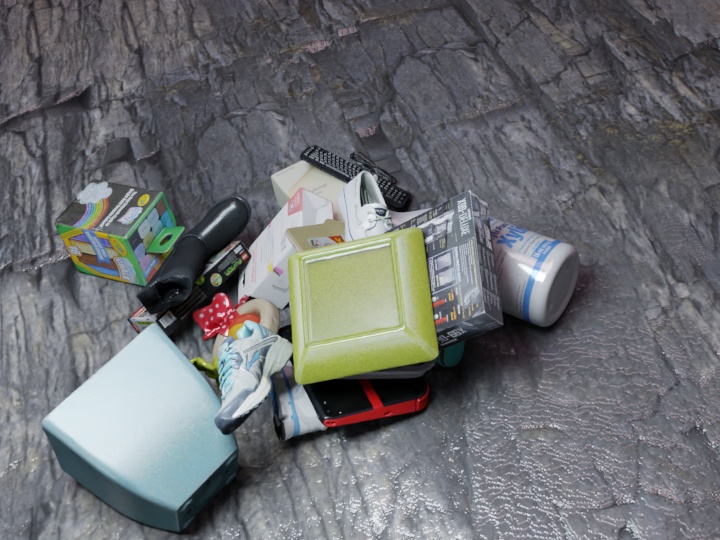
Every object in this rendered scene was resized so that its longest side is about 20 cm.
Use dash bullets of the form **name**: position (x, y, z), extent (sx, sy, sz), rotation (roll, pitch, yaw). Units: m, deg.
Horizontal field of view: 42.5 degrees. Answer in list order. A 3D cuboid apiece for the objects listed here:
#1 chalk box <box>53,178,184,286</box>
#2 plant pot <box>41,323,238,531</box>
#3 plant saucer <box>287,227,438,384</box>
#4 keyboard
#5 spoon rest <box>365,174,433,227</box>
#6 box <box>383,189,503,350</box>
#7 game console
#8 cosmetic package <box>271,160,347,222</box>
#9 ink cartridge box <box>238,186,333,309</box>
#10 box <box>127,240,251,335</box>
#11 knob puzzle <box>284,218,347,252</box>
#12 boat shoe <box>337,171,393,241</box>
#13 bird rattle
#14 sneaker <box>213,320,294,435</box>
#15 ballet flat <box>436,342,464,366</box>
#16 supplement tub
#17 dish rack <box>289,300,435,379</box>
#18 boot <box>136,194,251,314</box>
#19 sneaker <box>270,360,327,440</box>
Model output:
- **chalk box**: position (-0.397, -0.061, 1.600), extent (0.200, 0.124, 0.125), rotation (13, 50, 22)
- **plant pot**: position (-0.273, 0.233, 1.247), extent (0.200, 0.196, 0.196), rotation (38, 62, 14)
- **plant saucer**: position (-0.007, 0.037, 1.247), extent (0.200, 0.048, 0.200), rotation (-12, 63, 12)
- **keyboard**: position (-0.001, -0.178, 1.620), extent (0.200, 0.040, 0.104), rotation (28, 25, 3)
- **spoon rest**: position (0.094, -0.085, 1.527), extent (0.200, 0.061, 0.099), rotation (29, 49, -7)
- **box**: position (0.110, 0.007, 1.286), extent (0.158, 0.050, 0.200), rotation (-26, 51, 32)
- **game console**: position (-0.010, 0.140, 1.351), extent (0.177, 0.031, 0.200), rotation (-10, 42, -23)
- **cosmetic package**: position (-0.063, -0.109, 1.608), extent (0.103, 0.073, 0.200), rotation (-29, 49, -16)
- **ink cartridge box**: position (-0.123, -0.023, 1.499), extent (0.067, 0.200, 0.117), rotation (25, 39, -26)
- **box**: position (-0.279, 0.028, 1.515), extent (0.200, 0.035, 0.110), rotation (-46, 24, -28)
- **knob puzzle**: position (0.000, 0.000, 1.392), extent (0.220, 0.030, 0.220), rotation (23, 34, -17)
- **boat shoe**: position (0.013, -0.075, 1.410), extent (0.074, 0.067, 0.200), rotation (8, 41, -34)
- **bird rattle**: position (-0.179, 0.106, 1.392), extent (0.163, 0.113, 0.200), rotation (-27, 30, 30)
- **sneaker**: position (-0.161, 0.138, 1.220), extent (0.086, 0.078, 0.200), rotation (41, 28, -8)
- **ballet flat**: position (0.132, 0.041, 1.357), extent (0.067, 0.200, 0.070), rotation (1, 19, -42)
- **supplement tub**: position (0.218, -0.006, 1.407), extent (0.200, 0.132, 0.132), rotation (22, 55, 28)
- **dish rack**: position (-0.001, 0.098, 1.346), extent (0.200, 0.044, 0.172), rotation (1, 40, -11)
- **boot**: position (-0.255, -0.028, 1.448), extent (0.165, 0.066, 0.200), rotation (-40, 12, 22)
- **sneaker**: position (-0.091, 0.167, 1.364), extent (0.087, 0.075, 0.200), rotation (0, 43, -16)
